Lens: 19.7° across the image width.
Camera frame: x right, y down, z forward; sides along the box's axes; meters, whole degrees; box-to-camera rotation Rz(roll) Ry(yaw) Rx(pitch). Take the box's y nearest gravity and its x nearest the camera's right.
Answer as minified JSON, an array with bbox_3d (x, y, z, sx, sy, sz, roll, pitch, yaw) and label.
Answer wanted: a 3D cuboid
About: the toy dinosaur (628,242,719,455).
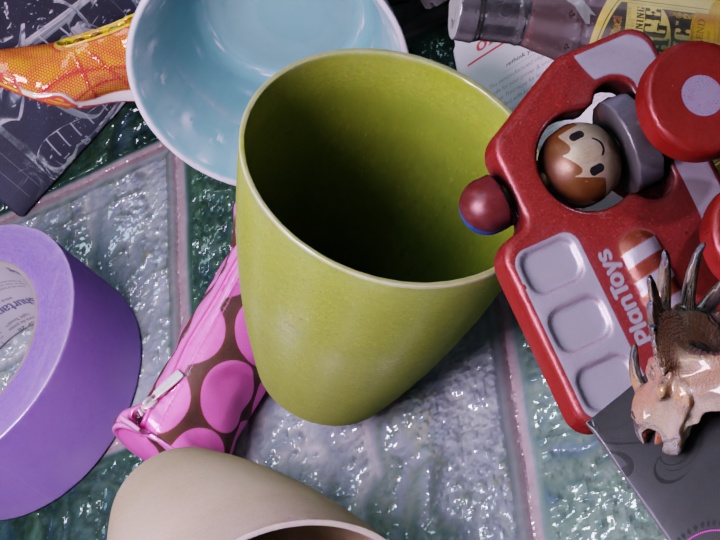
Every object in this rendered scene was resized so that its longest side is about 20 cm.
[{"bbox_3d":[0.217,0.010,1.036,0.200,0.086,0.135,-44,38,-6],"label":"toy dinosaur"}]

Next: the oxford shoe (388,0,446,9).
[{"bbox_3d":[0.034,-0.236,1.458,0.073,0.085,0.200,-38,12,-7],"label":"oxford shoe"}]

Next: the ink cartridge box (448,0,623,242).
[{"bbox_3d":[0.130,-0.113,1.341,0.117,0.067,0.201,-29,52,29],"label":"ink cartridge box"}]

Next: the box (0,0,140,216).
[{"bbox_3d":[-0.282,-0.186,1.610,0.197,0.200,0.124,-49,47,-2],"label":"box"}]

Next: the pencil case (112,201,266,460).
[{"bbox_3d":[-0.089,0.042,1.394,0.090,0.094,0.201,12,68,40],"label":"pencil case"}]

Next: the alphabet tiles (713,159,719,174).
[{"bbox_3d":[0.274,-0.121,1.271,0.166,0.008,0.201,-20,52,24],"label":"alphabet tiles"}]

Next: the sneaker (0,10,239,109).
[{"bbox_3d":[-0.182,-0.162,1.548,0.198,0.078,0.073,-3,20,-13],"label":"sneaker"}]

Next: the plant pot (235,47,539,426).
[{"bbox_3d":[0.000,0.000,1.280,0.186,0.201,0.188,8,49,-9],"label":"plant pot"}]

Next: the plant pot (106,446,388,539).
[{"bbox_3d":[-0.079,0.189,1.248,0.187,0.187,0.200,-46,31,0],"label":"plant pot"}]

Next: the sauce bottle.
[{"bbox_3d":[0.153,-0.147,1.253,0.198,0.066,0.066,4,55,-7],"label":"sauce bottle"}]

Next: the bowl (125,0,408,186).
[{"bbox_3d":[-0.058,-0.167,1.464,0.200,0.201,0.105,-22,31,22],"label":"bowl"}]

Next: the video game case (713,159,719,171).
[{"bbox_3d":[0.252,-0.169,1.339,0.182,0.023,0.201,-36,47,11],"label":"video game case"}]

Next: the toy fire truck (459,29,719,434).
[{"bbox_3d":[0.149,-0.028,1.167,0.167,0.112,0.201,-24,82,-16],"label":"toy fire truck"}]

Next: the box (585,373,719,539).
[{"bbox_3d":[0.252,0.091,1.095,0.200,0.124,0.149,-40,45,8],"label":"box"}]

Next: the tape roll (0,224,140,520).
[{"bbox_3d":[-0.263,0.073,1.504,0.199,0.085,0.201,-18,52,24],"label":"tape roll"}]
